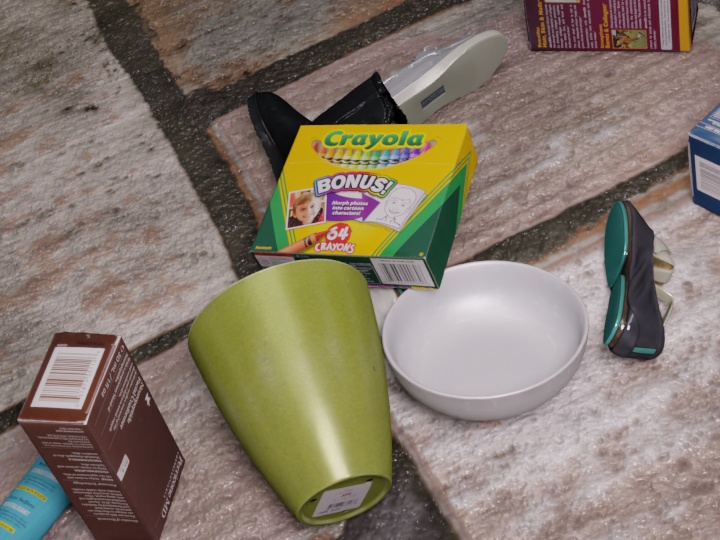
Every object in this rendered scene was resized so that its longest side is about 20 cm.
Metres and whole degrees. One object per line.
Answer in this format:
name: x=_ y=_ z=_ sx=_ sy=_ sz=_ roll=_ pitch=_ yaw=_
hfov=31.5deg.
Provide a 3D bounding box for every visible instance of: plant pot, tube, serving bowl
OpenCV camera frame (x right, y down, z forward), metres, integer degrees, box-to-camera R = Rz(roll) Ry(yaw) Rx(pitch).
plant pot: x=-0.046 y=0.126 z=1.193 sx=0.185 sy=0.188 sz=0.202 roll=-21 pitch=60 yaw=-3
tube: x=-0.309 y=0.215 z=1.270 sx=0.077 sy=0.051 sz=0.201 roll=19 pitch=51 yaw=21
serving bowl: x=0.122 y=0.077 z=1.235 sx=0.197 sy=0.066 sz=0.201 roll=-6 pitch=37 yaw=4

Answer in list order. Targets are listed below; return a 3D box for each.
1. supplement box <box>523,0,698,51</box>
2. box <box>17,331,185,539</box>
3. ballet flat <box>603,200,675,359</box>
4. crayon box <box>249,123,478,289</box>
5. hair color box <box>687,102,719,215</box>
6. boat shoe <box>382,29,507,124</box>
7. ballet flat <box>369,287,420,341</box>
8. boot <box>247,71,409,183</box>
supplement box: x=0.300 y=-0.332 z=1.535 sx=0.197 sy=0.111 sz=0.086 roll=5 pitch=49 yaw=21
box: x=-0.235 y=0.160 z=1.185 sx=0.074 sy=0.201 sz=0.101 roll=2 pitch=49 yaw=15
ballet flat: x=0.277 y=0.012 z=1.264 sx=0.072 sy=0.074 sz=0.201 roll=-3 pitch=42 yaw=14
crayon box: x=0.006 y=-0.070 z=1.324 sx=0.197 sy=0.059 sz=0.174 roll=2 pitch=56 yaw=25
hair color box: x=0.428 y=-0.154 z=1.338 sx=0.200 sy=0.101 sz=0.060 roll=-40 pitch=48 yaw=-20
boat shoe: x=0.085 y=-0.238 z=1.543 sx=0.200 sy=0.070 sz=0.072 roll=-36 pitch=54 yaw=-12
ballet flat: x=0.000 y=0.000 z=1.362 sx=0.069 sy=0.070 sz=0.201 roll=-23 pitch=47 yaw=-5
boot: x=-0.037 y=-0.173 z=1.490 sx=0.162 sy=0.073 sz=0.200 roll=-34 pitch=51 yaw=13
